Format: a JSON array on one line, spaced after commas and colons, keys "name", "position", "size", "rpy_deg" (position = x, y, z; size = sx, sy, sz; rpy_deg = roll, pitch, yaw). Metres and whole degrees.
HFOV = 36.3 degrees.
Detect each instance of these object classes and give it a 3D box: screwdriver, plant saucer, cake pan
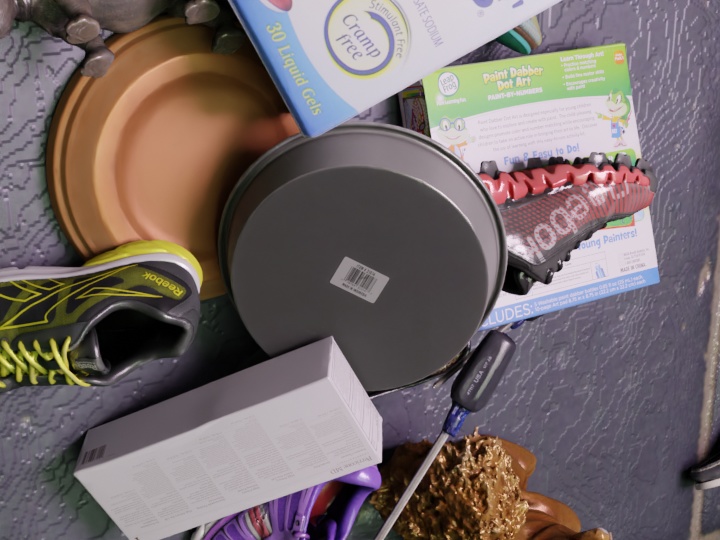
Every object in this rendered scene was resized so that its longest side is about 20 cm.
[{"name": "screwdriver", "position": [0.112, 0.051, 0.886], "size": [0.200, 0.028, 0.029], "rpy_deg": [-37, 154, -41]}, {"name": "screwdriver", "position": [0.058, 0.135, 0.812], "size": [0.029, 0.028, 0.201], "rpy_deg": [26, 93, -16]}, {"name": "plant saucer", "position": [-0.111, -0.072, 0.752], "size": [0.198, 0.037, 0.202], "rpy_deg": [-9, 110, -27]}, {"name": "cake pan", "position": [0.000, 0.000, 0.736], "size": [0.198, 0.037, 0.202], "rpy_deg": [2, 120, 3]}]

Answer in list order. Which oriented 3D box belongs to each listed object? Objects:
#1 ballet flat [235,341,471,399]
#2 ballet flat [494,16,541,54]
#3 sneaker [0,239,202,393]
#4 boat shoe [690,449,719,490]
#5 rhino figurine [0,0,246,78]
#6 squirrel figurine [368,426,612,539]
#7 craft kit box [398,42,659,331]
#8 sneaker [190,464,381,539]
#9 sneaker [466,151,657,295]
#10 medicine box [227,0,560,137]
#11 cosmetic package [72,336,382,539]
[{"name": "ballet flat", "position": [0.001, 0.071, 0.844], "size": [0.198, 0.073, 0.074], "rpy_deg": [-11, 111, -27]}, {"name": "ballet flat", "position": [0.061, -0.222, 0.787], "size": [0.198, 0.069, 0.072], "rpy_deg": [19, 94, -28]}, {"name": "sneaker", "position": [-0.194, 0.039, 0.693], "size": [0.198, 0.085, 0.075], "rpy_deg": [-21, 122, -5]}, {"name": "boat shoe", "position": [0.411, 0.155, 1.124], "size": [0.199, 0.072, 0.068], "rpy_deg": [-33, 83, -9]}, {"name": "rhino figurine", "position": [-0.173, -0.164, 0.663], "size": [0.198, 0.088, 0.060], "rpy_deg": [-14, 152, -25]}, {"name": "squirrel figurine", "position": [0.110, 0.214, 0.883], "size": [0.199, 0.186, 0.142], "rpy_deg": [36, 87, -33]}, {"name": "craft kit box", "position": [0.135, -0.068, 0.863], "size": [0.198, 0.048, 0.200], "rpy_deg": [-12, 98, -26]}, {"name": "sneaker", "position": [-0.061, 0.200, 0.829], "size": [0.080, 0.084, 0.200], "rpy_deg": [29, 107, -36]}, {"name": "sneaker", "position": [0.132, -0.035, 0.800], "size": [0.198, 0.071, 0.099], "rpy_deg": [-8, 94, -24]}, {"name": "medicine box", "position": [0.008, -0.214, 0.676], "size": [0.199, 0.103, 0.183], "rpy_deg": [-28, 109, 4]}, {"name": "cosmetic package", "position": [-0.090, 0.121, 0.761], "size": [0.198, 0.051, 0.083], "rpy_deg": [-21, 119, 15]}]
